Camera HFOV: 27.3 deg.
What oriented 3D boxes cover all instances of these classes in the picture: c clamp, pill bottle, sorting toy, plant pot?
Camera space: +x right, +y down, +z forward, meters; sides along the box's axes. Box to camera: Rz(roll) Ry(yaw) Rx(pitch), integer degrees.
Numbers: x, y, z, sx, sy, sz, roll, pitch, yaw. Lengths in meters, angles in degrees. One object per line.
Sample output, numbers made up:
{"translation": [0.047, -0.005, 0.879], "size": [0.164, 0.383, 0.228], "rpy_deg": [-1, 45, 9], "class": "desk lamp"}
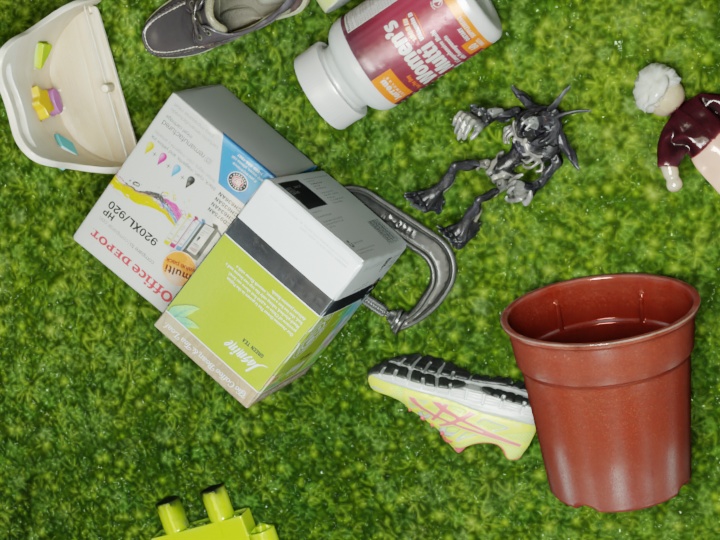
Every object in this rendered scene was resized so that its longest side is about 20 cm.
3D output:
{"translation": [0.000, 0.000, 1.635], "size": [0.200, 0.027, 0.171], "rpy_deg": [28, 102, 10], "class": "c clamp"}
{"translation": [0.037, -0.235, 1.530], "size": [0.200, 0.110, 0.110], "rpy_deg": [-32, 92, 18], "class": "pill bottle"}
{"translation": [-0.333, -0.186, 1.602], "size": [0.107, 0.180, 0.200], "rpy_deg": [-13, 97, 17], "class": "sorting toy"}
{"translation": [0.254, 0.128, 1.513], "size": [0.200, 0.201, 0.196], "rpy_deg": [-4, 108, 16], "class": "plant pot"}

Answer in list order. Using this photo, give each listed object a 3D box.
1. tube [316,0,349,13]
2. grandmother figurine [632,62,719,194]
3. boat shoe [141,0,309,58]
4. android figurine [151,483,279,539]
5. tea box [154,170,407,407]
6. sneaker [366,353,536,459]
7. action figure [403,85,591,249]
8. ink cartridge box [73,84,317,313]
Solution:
{"translation": [-0.070, -0.368, 1.562], "size": [0.052, 0.058, 0.200], "rpy_deg": [-32, 90, 34], "class": "tube"}
{"translation": [0.351, -0.129, 1.499], "size": [0.121, 0.061, 0.200], "rpy_deg": [-41, 85, -9], "class": "grandmother figurine"}
{"translation": [-0.152, -0.278, 1.595], "size": [0.200, 0.065, 0.072], "rpy_deg": [-13, 98, 17], "class": "boat shoe"}
{"translation": [-0.170, 0.356, 1.743], "size": [0.182, 0.041, 0.200], "rpy_deg": [-15, 95, 17], "class": "android figurine"}
{"translation": [-0.078, 0.014, 1.539], "size": [0.134, 0.200, 0.197], "rpy_deg": [41, 105, 7], "class": "tea box"}
{"translation": [0.098, 0.154, 1.612], "size": [0.200, 0.078, 0.090], "rpy_deg": [17, 112, 13], "class": "sneaker"}
{"translation": [0.145, -0.112, 1.532], "size": [0.200, 0.102, 0.119], "rpy_deg": [-44, 76, 20], "class": "action figure"}
{"translation": [-0.178, -0.076, 1.600], "size": [0.147, 0.145, 0.200], "rpy_deg": [40, 108, 5], "class": "ink cartridge box"}
